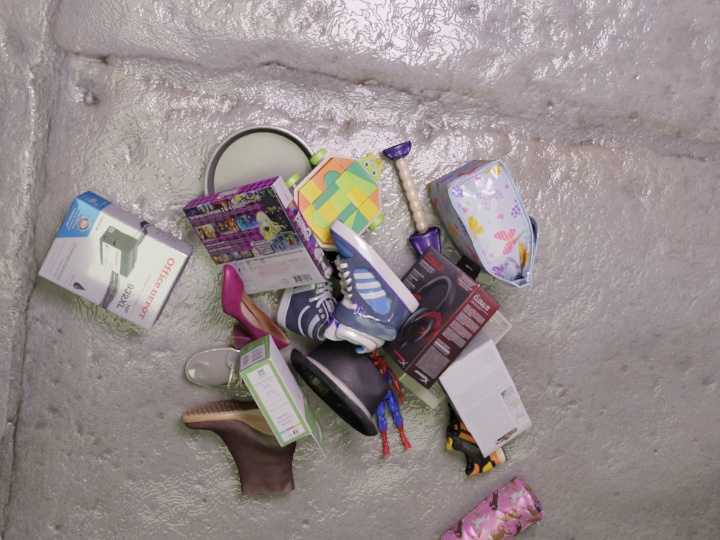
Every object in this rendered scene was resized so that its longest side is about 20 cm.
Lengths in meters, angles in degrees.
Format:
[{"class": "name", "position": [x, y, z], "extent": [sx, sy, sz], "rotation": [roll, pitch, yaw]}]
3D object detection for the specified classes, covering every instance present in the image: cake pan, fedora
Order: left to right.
[{"class": "cake pan", "position": [-0.159, -0.141, 1.329], "extent": [0.198, 0.037, 0.203], "rotation": [-1, 101, -4]}, {"class": "fedora", "position": [-0.023, 0.182, 1.347], "extent": [0.092, 0.200, 0.201], "rotation": [-45, 102, -16]}]

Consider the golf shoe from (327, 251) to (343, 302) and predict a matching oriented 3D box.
[{"class": "golf shoe", "position": [0.000, 0.000, 1.363], "extent": [0.094, 0.078, 0.202], "rotation": [-15, 105, -20]}]

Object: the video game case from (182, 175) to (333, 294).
[{"class": "video game case", "position": [-0.164, -0.048, 1.274], "extent": [0.198, 0.036, 0.182], "rotation": [-10, 121, 36]}]

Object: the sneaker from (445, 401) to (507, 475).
[{"class": "sneaker", "position": [0.183, 0.278, 1.426], "extent": [0.089, 0.070, 0.201], "rotation": [-30, 104, -2]}]

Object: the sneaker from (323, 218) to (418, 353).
[{"class": "sneaker", "position": [-0.017, 0.037, 1.239], "extent": [0.146, 0.081, 0.200], "rotation": [-43, 109, 0]}]

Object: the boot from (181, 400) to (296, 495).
[{"class": "boot", "position": [-0.209, 0.316, 1.398], "extent": [0.197, 0.072, 0.169], "rotation": [-1, 99, -8]}]

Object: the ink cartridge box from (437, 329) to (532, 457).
[{"class": "ink cartridge box", "position": [0.205, 0.208, 1.349], "extent": [0.108, 0.050, 0.201], "rotation": [-32, 117, -5]}]

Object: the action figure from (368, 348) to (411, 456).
[{"class": "action figure", "position": [0.043, 0.227, 1.417], "extent": [0.065, 0.052, 0.202], "rotation": [-14, 100, 1]}]

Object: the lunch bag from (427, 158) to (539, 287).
[{"class": "lunch bag", "position": [0.210, -0.075, 1.308], "extent": [0.126, 0.170, 0.202], "rotation": [-26, 99, -2]}]

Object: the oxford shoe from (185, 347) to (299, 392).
[{"class": "oxford shoe", "position": [-0.204, 0.178, 1.380], "extent": [0.197, 0.058, 0.076], "rotation": [9, 102, -5]}]

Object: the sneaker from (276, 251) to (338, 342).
[{"class": "sneaker", "position": [-0.067, 0.020, 1.328], "extent": [0.108, 0.070, 0.202], "rotation": [26, 108, 32]}]

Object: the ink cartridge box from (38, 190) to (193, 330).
[{"class": "ink cartridge box", "position": [-0.396, -0.016, 1.310], "extent": [0.199, 0.084, 0.146], "rotation": [28, 97, -10]}]

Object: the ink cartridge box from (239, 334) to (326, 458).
[{"class": "ink cartridge box", "position": [-0.128, 0.217, 1.315], "extent": [0.059, 0.104, 0.201], "rotation": [-27, 108, 1]}]

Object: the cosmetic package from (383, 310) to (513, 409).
[{"class": "cosmetic package", "position": [0.149, 0.122, 1.374], "extent": [0.200, 0.087, 0.103], "rotation": [-46, 119, 4]}]

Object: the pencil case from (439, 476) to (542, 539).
[{"class": "pencil case", "position": [0.240, 0.469, 1.465], "extent": [0.199, 0.087, 0.083], "rotation": [-38, 133, 3]}]

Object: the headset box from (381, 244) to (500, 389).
[{"class": "headset box", "position": [0.119, 0.065, 1.299], "extent": [0.200, 0.149, 0.075], "rotation": [-49, 130, 3]}]

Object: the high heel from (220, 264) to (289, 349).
[{"class": "high heel", "position": [-0.174, 0.061, 1.323], "extent": [0.095, 0.068, 0.201], "rotation": [-2, 140, 2]}]

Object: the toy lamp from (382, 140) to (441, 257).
[{"class": "toy lamp", "position": [0.091, -0.114, 1.349], "extent": [0.058, 0.058, 0.202], "rotation": [-18, 100, -1]}]

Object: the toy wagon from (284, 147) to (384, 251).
[{"class": "toy wagon", "position": [-0.027, -0.126, 1.297], "extent": [0.155, 0.039, 0.200], "rotation": [48, 65, -10]}]
